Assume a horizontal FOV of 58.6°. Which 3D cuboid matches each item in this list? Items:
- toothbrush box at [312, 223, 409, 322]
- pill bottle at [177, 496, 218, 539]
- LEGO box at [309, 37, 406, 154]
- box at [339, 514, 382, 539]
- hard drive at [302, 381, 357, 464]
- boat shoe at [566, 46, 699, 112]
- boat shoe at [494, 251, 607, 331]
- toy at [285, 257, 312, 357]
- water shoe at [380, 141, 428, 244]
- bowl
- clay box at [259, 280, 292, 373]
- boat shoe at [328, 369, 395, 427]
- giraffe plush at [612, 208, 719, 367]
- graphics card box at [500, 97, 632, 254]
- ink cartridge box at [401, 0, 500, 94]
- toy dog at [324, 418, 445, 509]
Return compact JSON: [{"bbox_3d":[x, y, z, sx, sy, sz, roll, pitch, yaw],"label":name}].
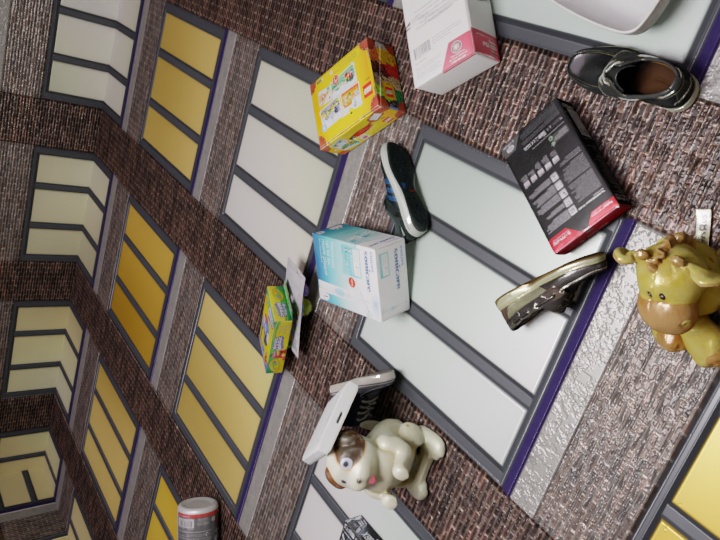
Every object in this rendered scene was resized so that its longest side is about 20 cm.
[{"bbox_3d":[0.000,0.000,1.280,0.198,0.084,0.150,17,120,46],"label":"toothbrush box"},{"bbox_3d":[-0.453,0.751,1.791,0.114,0.114,0.206,-1,89,48],"label":"pill bottle"},{"bbox_3d":[-0.010,-0.355,1.330,0.198,0.076,0.153,-23,72,46],"label":"LEGO box"},{"bbox_3d":[0.022,0.629,1.295,0.199,0.049,0.161,33,114,44],"label":"box"},{"bbox_3d":[-0.060,0.293,1.214,0.134,0.026,0.200,-64,1,-25],"label":"hard drive"},{"bbox_3d":[0.369,-0.278,0.901,0.199,0.067,0.073,37,118,44],"label":"boat shoe"},{"bbox_3d":[0.297,0.034,0.983,0.199,0.072,0.066,-35,75,47],"label":"boat shoe"},{"bbox_3d":[-0.143,0.085,1.493,0.115,0.046,0.204,43,128,53],"label":"toy"},{"bbox_3d":[0.066,-0.151,1.243,0.079,0.070,0.204,-34,64,45],"label":"water shoe"},{"bbox_3d":[0.375,-0.442,0.891,0.200,0.074,0.203,48,124,38],"label":"bowl"},{"bbox_3d":[-0.200,0.130,1.506,0.116,0.046,0.203,-112,28,-46],"label":"clay box"},{"bbox_3d":[0.013,0.262,1.306,0.199,0.073,0.095,-28,75,53],"label":"boat shoe"},{"bbox_3d":[0.401,0.020,0.784,0.171,0.160,0.205,-21,74,46],"label":"giraffe plush"},{"bbox_3d":[0.308,-0.143,0.980,0.125,0.050,0.203,-43,59,40],"label":"graphics card box"},{"bbox_3d":[0.155,-0.440,1.137,0.144,0.084,0.205,-17,78,47],"label":"ink cartridge box"},{"bbox_3d":[0.030,0.338,1.179,0.194,0.197,0.141,48,122,37],"label":"toy dog"}]
